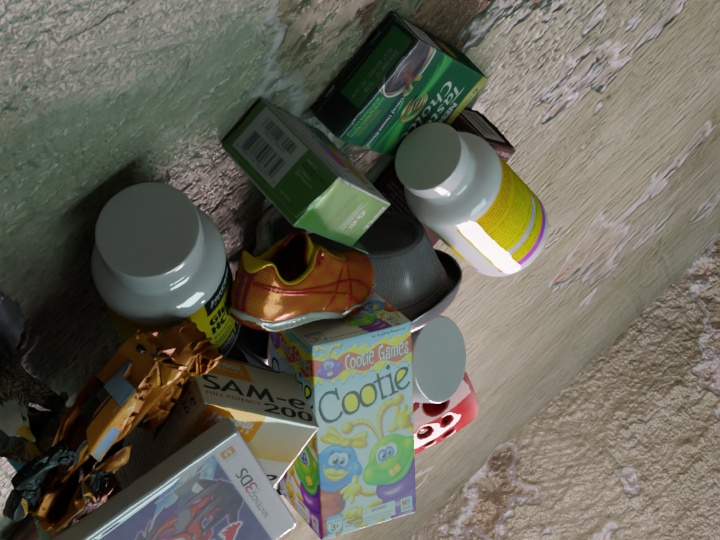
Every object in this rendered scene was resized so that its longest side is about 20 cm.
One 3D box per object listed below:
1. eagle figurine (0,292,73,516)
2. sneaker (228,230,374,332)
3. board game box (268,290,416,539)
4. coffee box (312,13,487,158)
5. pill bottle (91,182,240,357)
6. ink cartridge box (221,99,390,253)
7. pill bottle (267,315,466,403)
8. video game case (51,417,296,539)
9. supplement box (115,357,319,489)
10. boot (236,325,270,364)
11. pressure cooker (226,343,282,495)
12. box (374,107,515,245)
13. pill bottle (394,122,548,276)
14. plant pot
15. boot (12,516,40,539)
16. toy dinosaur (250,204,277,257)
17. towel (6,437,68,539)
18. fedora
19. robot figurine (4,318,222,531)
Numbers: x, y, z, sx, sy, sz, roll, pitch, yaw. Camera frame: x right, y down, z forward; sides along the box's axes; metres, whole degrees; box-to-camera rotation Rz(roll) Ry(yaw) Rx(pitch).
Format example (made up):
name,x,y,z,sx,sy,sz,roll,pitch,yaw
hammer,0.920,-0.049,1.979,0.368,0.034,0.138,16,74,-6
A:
name,x,y,z,sx,sy,sz,roll,pitch,yaw
eagle figurine,-0.305,0.093,1.119,0.200,0.150,0.153,36,56,-42
sneaker,-0.040,0.002,1.250,0.200,0.073,0.078,-18,128,-61
board game box,-0.016,0.131,1.325,0.104,0.103,0.201,-13,115,-23
coffee box,0.043,-0.170,1.363,0.123,0.044,0.200,-49,161,12
pill bottle,-0.165,0.008,1.198,0.112,0.112,0.200,-39,161,-14
ink cartridge box,-0.037,-0.082,1.289,0.059,0.104,0.200,-46,161,9
pill bottle,0.008,0.090,1.502,0.119,0.199,0.121,0,90,-48
video game case,-0.161,0.229,1.183,0.199,0.023,0.183,-35,144,-9
supplement box,-0.145,0.173,1.238,0.126,0.074,0.200,16,120,-37
boot,-0.102,0.113,1.641,0.199,0.078,0.138,0,138,-47
pressure cooker,-0.149,0.162,1.426,0.200,0.178,0.177,42,64,-62
box,0.071,-0.086,1.561,0.200,0.075,0.100,-49,161,18
pill bottle,0.111,-0.074,1.438,0.104,0.104,0.200,-46,145,5
plant pot,0.021,0.147,1.773,0.182,0.201,0.201,-30,159,-13
boot,-0.317,0.245,1.481,0.200,0.064,0.186,-43,160,11
toy dinosaur,-0.102,-0.003,1.413,0.088,0.047,0.200,-55,168,-25
towel,-0.283,0.218,1.274,0.022,0.201,0.147,-18,153,-21
fedora,0.000,0.000,1.436,0.177,0.199,0.091,-57,136,-50
robot figurine,-0.199,0.129,1.120,0.200,0.058,0.145,-53,167,14
